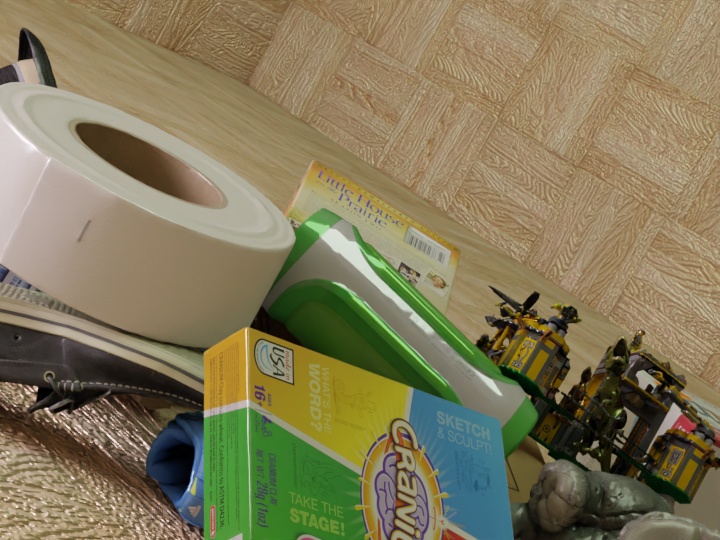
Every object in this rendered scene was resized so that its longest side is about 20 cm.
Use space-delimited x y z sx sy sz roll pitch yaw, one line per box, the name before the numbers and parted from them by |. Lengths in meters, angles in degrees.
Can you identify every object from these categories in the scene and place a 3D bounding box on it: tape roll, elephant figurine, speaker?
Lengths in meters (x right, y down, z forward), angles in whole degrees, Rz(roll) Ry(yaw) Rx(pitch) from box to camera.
tape roll | -0.142 -0.036 0.874 0.202 0.071 0.203 28 14 -8
elephant figurine | 0.173 0.217 0.883 0.200 0.155 0.142 42 -4 47
speaker | 0.022 0.053 0.966 0.200 0.088 0.088 44 10 3

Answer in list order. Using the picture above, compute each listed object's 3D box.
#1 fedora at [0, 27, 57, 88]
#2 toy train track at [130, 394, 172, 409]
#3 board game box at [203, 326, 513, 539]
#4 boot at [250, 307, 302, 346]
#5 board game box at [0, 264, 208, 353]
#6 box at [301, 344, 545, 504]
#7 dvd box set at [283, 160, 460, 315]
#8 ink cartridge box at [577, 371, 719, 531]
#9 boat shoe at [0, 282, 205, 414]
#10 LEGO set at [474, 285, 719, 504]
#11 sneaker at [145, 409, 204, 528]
fedora | -0.286 -0.092 1.137 0.091 0.201 0.201 -10 24 -18
toy train track | -0.209 0.045 0.928 0.200 0.033 0.115 32 -5 -25
board game box | 0.004 0.132 0.799 0.200 0.040 0.154 22 50 -37
boot | -0.102 0.034 1.176 0.107 0.075 0.200 -9 -20 38
board game box | -0.183 0.011 0.977 0.199 0.062 0.200 30 -5 0
box | 0.056 0.131 1.018 0.199 0.021 0.164 23 27 -26
dvd box set | 0.000 0.000 1.106 0.146 0.029 0.200 31 28 -7
ink cartridge box | 0.289 0.198 1.286 0.145 0.145 0.200 27 8 -11
boat shoe | -0.167 0.052 0.827 0.199 0.063 0.075 15 4 -8
LEGO set | 0.176 0.074 1.049 0.200 0.116 0.154 33 -17 -1
sneaker | -0.071 0.095 0.877 0.105 0.076 0.200 22 20 -14
